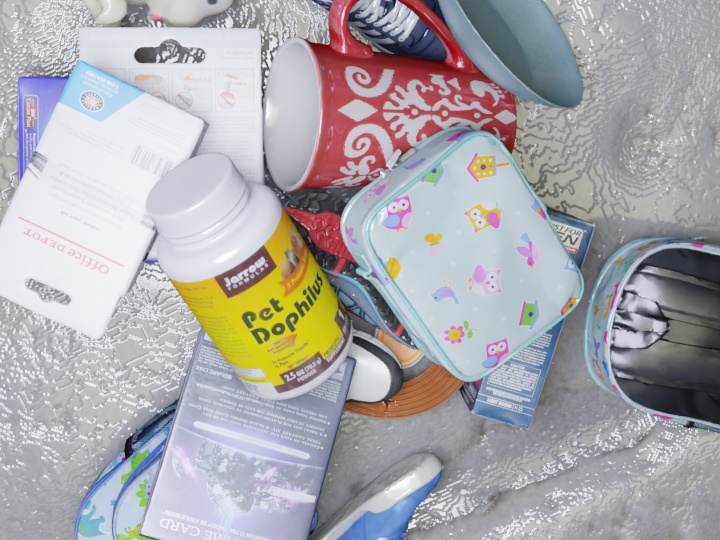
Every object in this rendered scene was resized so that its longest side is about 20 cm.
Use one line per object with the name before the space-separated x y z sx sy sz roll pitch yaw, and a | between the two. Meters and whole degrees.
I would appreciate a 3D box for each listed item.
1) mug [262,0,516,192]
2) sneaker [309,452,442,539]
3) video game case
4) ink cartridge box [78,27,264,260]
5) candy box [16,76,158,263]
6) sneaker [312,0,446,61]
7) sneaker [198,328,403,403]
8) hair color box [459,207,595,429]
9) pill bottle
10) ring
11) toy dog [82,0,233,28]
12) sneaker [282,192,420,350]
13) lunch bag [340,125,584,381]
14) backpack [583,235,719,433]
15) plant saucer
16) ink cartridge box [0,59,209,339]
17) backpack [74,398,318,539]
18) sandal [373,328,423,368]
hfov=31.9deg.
mug | 0.035 -0.146 1.106 0.200 0.134 0.178 1 141 -25
sneaker | 0.025 0.274 1.227 0.200 0.077 0.111 -41 93 7
video game case | -0.097 0.153 1.103 0.143 0.019 0.200 17 75 -7
ink cartridge box | -0.164 -0.109 1.102 0.160 0.047 0.200 -1 93 -4
candy box | -0.208 -0.092 1.159 0.200 0.077 0.169 1 97 -3
sneaker | 0.017 -0.244 1.135 0.200 0.109 0.070 28 95 -6
sneaker | -0.059 0.086 1.171 0.200 0.080 0.074 14 108 9
hair color box | 0.155 0.039 1.192 0.060 0.100 0.200 17 96 -5
pill bottle | -0.092 0.004 1.026 0.109 0.109 0.200 -30 124 1
ring | 0.016 0.050 1.191 0.200 0.019 0.201 4 107 13
toy dog | -0.199 -0.292 1.115 0.200 0.140 0.194 31 67 -8
sneaker | 0.000 0.000 1.140 0.200 0.095 0.079 41 70 -18
lunch bag | 0.082 -0.015 1.069 0.160 0.077 0.200 -37 112 -5
backpack | 0.311 0.056 1.180 0.200 0.151 0.178 9 95 -13
plant saucer | 0.121 -0.218 1.121 0.039 0.201 0.201 -34 101 30
ink cartridge box | -0.220 -0.057 1.045 0.116 0.068 0.200 26 92 -5
backpack | -0.161 0.228 1.174 0.200 0.147 0.183 -40 96 6
sandal | 0.074 0.003 1.201 0.079 0.059 0.207 19 96 -7
